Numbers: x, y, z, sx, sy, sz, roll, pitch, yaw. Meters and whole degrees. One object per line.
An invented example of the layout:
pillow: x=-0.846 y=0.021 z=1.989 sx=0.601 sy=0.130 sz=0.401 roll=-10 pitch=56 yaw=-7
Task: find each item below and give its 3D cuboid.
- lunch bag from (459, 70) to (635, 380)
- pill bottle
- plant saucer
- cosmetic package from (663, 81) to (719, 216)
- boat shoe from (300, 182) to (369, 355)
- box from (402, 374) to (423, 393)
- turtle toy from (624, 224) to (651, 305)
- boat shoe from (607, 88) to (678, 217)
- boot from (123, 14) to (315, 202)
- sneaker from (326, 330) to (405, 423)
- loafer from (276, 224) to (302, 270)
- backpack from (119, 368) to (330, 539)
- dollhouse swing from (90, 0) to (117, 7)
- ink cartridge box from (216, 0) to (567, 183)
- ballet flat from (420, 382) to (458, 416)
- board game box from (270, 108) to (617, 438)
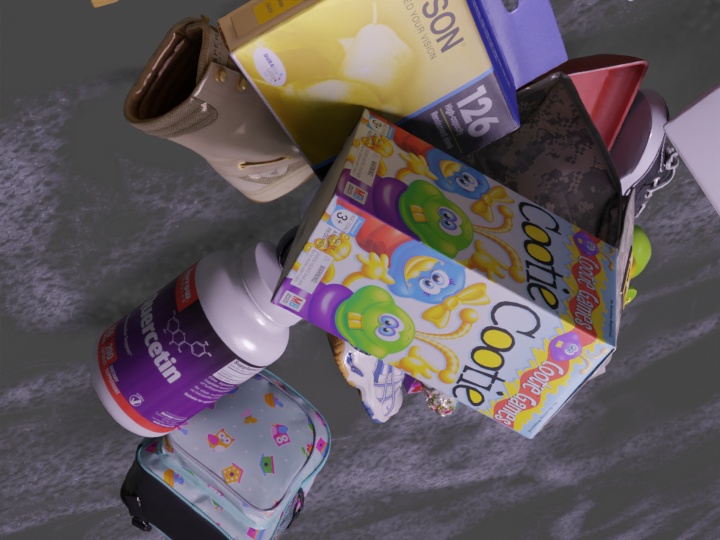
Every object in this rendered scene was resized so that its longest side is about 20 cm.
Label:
lunch bag: x=0.160 y=-0.027 z=0.879 sx=0.116 sy=0.202 sz=0.165 roll=-20 pitch=150 yaw=0
pill bottle: x=-0.143 y=0.059 z=0.981 sx=0.199 sy=0.114 sz=0.112 roll=-35 pitch=148 yaw=21
plant saucer: x=0.134 y=-0.112 z=0.961 sx=0.197 sy=0.037 sz=0.201 roll=-12 pitch=149 yaw=-15
cosmetic package: x=0.381 y=-0.137 z=0.923 sx=0.198 sy=0.124 sz=0.200 roll=-36 pitch=176 yaw=23
boat shoe: x=0.000 y=0.000 z=1.000 sx=0.070 sy=0.092 sz=0.201 roll=-20 pitch=150 yaw=-1
box: x=0.156 y=0.083 z=1.286 sx=0.197 sy=0.040 sz=0.138 roll=-7 pitch=148 yaw=-23
turtle toy: x=0.223 y=0.003 z=1.139 sx=0.197 sy=0.102 sz=0.147 roll=-10 pitch=149 yaw=-20
boat shoe: x=0.262 y=-0.102 z=1.020 sx=0.067 sy=0.074 sz=0.200 roll=-10 pitch=149 yaw=-10
boot: x=-0.053 y=-0.138 z=0.768 sx=0.198 sy=0.074 sz=0.155 roll=-31 pitch=148 yaw=22
sneaker: x=0.031 y=0.108 z=1.212 sx=0.087 sy=0.076 sz=0.200 roll=-24 pitch=151 yaw=3
loafer: x=0.008 y=0.036 z=0.950 sx=0.199 sy=0.063 sz=0.072 roll=35 pitch=106 yaw=-29
backpack: x=-0.127 y=0.190 z=1.121 sx=0.154 sy=0.175 sz=0.200 roll=-59 pitch=174 yaw=36
dollhouse swing: x=-0.071 y=-0.242 z=0.574 sx=0.197 sy=0.176 sz=0.184 roll=-19 pitch=120 yaw=-8
ink cartridge box: x=0.036 y=-0.141 z=0.717 sx=0.198 sy=0.047 sz=0.198 roll=-27 pitch=144 yaw=9
ballet flat: x=0.086 y=0.066 z=1.144 sx=0.063 sy=0.076 sz=0.203 roll=-3 pitch=119 yaw=-30
board game box: x=0.058 y=0.003 z=0.714 sx=0.198 sy=0.106 sz=0.103 roll=28 pitch=129 yaw=-9
